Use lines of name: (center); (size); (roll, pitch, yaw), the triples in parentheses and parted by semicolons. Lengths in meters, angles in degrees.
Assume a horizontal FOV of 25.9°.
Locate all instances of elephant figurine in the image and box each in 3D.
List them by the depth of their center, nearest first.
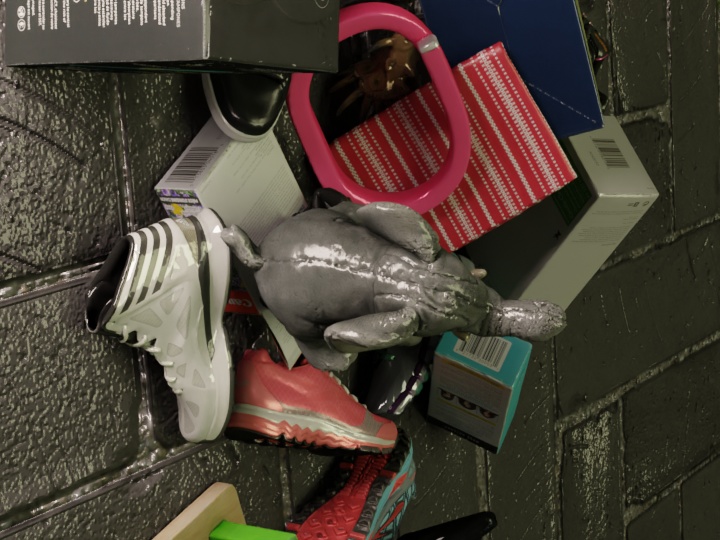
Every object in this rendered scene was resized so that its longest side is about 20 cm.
elephant figurine: (0.026, 0.008, 1.176); (0.154, 0.199, 0.143); (-32, 114, -36)

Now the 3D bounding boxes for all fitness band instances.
fitness band: (0.017, -0.131, 1.331); (0.038, 0.142, 0.201); (-107, 173, -56)

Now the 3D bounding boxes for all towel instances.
towel: (0.074, -0.093, 1.394); (0.146, 0.198, 0.023); (57, 14, -14)

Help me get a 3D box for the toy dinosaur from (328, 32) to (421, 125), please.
toy dinosaur: (0.020, -0.119, 1.437); (0.135, 0.085, 0.203); (14, 89, -51)

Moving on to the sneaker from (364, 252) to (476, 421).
sneaker: (0.033, 0.054, 1.503); (0.087, 0.074, 0.201); (37, 64, -16)

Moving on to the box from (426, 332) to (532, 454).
box: (0.112, 0.111, 1.508); (0.050, 0.081, 0.200); (-62, 169, -21)

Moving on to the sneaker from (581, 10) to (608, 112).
sneaker: (0.229, -0.254, 1.704); (0.080, 0.085, 0.202); (-41, 125, -46)

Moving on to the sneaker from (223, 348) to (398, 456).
sneaker: (-0.034, 0.116, 1.381); (0.199, 0.073, 0.088); (17, 73, -45)

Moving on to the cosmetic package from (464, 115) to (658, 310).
cosmetic package: (0.197, -0.050, 1.560); (0.084, 0.201, 0.108); (-2, 52, -34)

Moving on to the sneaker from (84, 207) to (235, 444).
sneaker: (-0.163, 0.053, 1.229); (0.114, 0.076, 0.203); (-11, 118, -26)

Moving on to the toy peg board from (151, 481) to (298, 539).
toy peg board: (-0.116, 0.316, 1.279); (0.200, 0.097, 0.201); (-39, 124, -44)

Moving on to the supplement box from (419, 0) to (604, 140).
supplement box: (0.138, -0.233, 1.458); (0.200, 0.132, 0.202); (-73, 148, -70)

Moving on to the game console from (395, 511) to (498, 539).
game console: (0.036, 0.326, 1.459); (0.199, 0.175, 0.118); (-23, 90, -54)

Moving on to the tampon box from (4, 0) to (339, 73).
tampon box: (-0.133, -0.206, 1.111); (0.149, 0.198, 0.128); (-5, 98, -54)

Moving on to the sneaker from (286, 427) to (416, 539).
sneaker: (0.001, 0.242, 1.449); (0.200, 0.079, 0.096); (-50, 136, -36)

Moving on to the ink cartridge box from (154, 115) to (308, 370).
ink cartridge box: (-0.089, -0.026, 1.319); (0.109, 0.050, 0.201); (-56, 136, -37)

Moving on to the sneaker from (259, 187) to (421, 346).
sneaker: (0.000, 0.000, 1.340); (0.199, 0.076, 0.116); (24, 80, -48)

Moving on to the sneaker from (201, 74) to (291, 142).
sneaker: (-0.072, -0.212, 1.248); (0.072, 0.112, 0.203); (14, 67, -19)
